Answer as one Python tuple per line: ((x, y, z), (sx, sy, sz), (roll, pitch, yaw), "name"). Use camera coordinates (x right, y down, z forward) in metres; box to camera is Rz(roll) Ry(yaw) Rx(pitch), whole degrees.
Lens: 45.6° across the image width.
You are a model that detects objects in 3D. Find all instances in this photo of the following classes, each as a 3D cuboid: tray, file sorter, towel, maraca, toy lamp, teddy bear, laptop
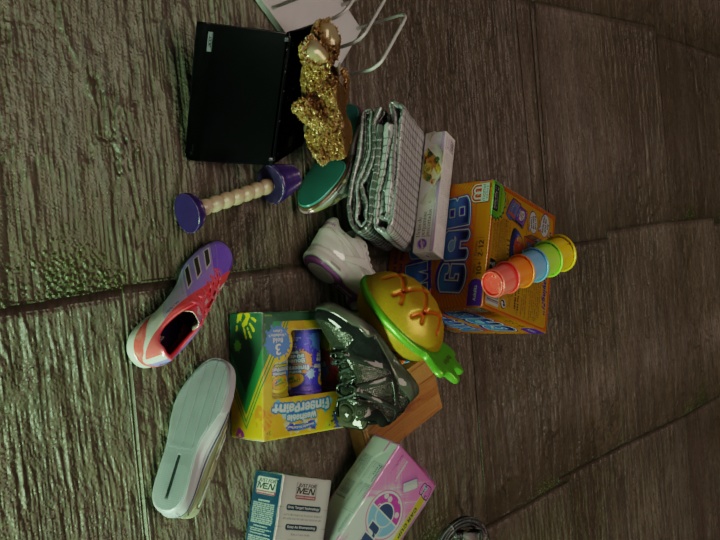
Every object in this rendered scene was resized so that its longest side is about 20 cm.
((0.056, 0.220, 1.389), (0.199, 0.037, 0.101), (-28, 108, -45), "tray")
((-0.044, -0.399, 1.252), (0.201, 0.123, 0.140), (49, 53, -33), "file sorter")
((0.040, -0.141, 1.324), (0.165, 0.084, 0.205), (28, 66, -69), "towel")
((0.073, 0.081, 1.229), (0.200, 0.107, 0.137), (45, 21, 4), "maraca")
((-0.158, -0.104, 1.154), (0.199, 0.057, 0.059), (-25, 106, -47), "toy lamp")
((-0.056, -0.248, 1.194), (0.201, 0.065, 0.147), (74, 23, -58), "teddy bear")
((-0.142, -0.245, 1.163), (0.200, 0.101, 0.181), (-51, 155, -64), "laptop")

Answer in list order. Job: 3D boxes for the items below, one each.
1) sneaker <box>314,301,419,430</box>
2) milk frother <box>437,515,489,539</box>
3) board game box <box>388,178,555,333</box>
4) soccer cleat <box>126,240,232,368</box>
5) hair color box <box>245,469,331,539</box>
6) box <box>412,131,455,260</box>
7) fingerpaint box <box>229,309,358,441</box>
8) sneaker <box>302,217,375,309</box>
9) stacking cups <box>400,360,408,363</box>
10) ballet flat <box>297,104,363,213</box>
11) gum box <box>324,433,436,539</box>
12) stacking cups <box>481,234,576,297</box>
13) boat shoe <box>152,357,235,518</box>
((-0.010, 0.141, 1.179), (0.115, 0.076, 0.200), (-49, 115, -26), "sneaker")
((0.111, 0.483, 1.320), (0.180, 0.186, 0.203), (40, 59, -40), "milk frother")
((0.184, -0.014, 1.425), (0.198, 0.197, 0.204), (21, 72, -45), "board game box")
((-0.209, 0.041, 1.073), (0.069, 0.072, 0.201), (56, 50, -29), "soccer cleat")
((-0.106, 0.384, 1.177), (0.099, 0.060, 0.204), (21, 72, -46), "hair color box")
((0.116, -0.119, 1.352), (0.041, 0.038, 0.204), (27, 65, -55), "box")
((-0.085, 0.141, 1.206), (0.198, 0.072, 0.171), (2, 86, -48), "fingerpaint box")
((0.000, 0.000, 1.310), (0.200, 0.074, 0.101), (45, 58, -37), "sneaker")
((0.055, 0.124, 1.340), (0.199, 0.059, 0.062), (-13, 97, -63), "stacking cups")
((-0.034, -0.157, 1.298), (0.071, 0.068, 0.203), (58, 46, -53), "ballet flat")
((0.020, 0.357, 1.285), (0.201, 0.066, 0.114), (-53, 124, -20), "gum box")
((0.258, 0.000, 1.308), (0.198, 0.060, 0.062), (-24, 105, -45), "stacking cups")
((-0.206, 0.212, 1.084), (0.062, 0.071, 0.203), (57, 48, -61), "boat shoe")
